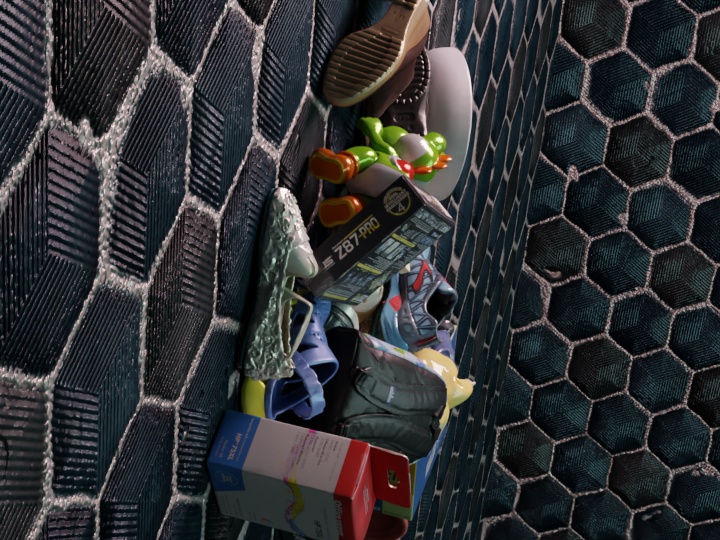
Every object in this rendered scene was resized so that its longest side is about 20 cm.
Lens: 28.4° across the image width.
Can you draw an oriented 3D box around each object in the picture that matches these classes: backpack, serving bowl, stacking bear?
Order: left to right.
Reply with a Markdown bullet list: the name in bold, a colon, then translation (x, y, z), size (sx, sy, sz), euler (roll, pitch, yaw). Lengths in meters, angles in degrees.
- **backpack**: translation (0.018, 0.157, 1.688), size (0.198, 0.153, 0.166), euler (14, 90, -35)
- **stacking bear**: translation (0.034, 0.291, 2.118), size (0.122, 0.112, 0.202), euler (100, 3, -47)
- **serving bowl**: translation (0.083, -0.195, 1.877), size (0.200, 0.065, 0.204), euler (-177, -90, -73)

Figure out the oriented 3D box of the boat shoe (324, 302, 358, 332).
- **boat shoe**: translation (-0.031, 0.109, 1.768), size (0.062, 0.072, 0.201), euler (-57, 155, -27)

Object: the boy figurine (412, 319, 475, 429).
- **boy figurine**: translation (0.093, 0.143, 1.849), size (0.201, 0.123, 0.065), euler (-89, -158, -49)

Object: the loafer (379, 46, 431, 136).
- **loafer**: translation (0.050, -0.198, 1.785), size (0.071, 0.072, 0.203), euler (103, -11, -71)

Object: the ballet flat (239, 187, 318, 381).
- **ballet flat**: translation (-0.077, 0.018, 1.478), size (0.072, 0.071, 0.203), euler (-10, 111, -76)

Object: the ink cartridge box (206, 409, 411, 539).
- **ink cartridge box**: translation (-0.051, 0.221, 1.469), size (0.117, 0.197, 0.068), euler (84, 23, -53)

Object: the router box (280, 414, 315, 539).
- **router box**: translation (-0.057, 0.256, 1.800), size (0.201, 0.051, 0.159), euler (81, 25, -57)

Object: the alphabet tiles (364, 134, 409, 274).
- **alphabet tiles**: translation (0.036, -0.101, 1.805), size (0.196, 0.014, 0.203), euler (46, 34, -74)

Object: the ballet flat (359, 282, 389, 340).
- **ballet flat**: translation (0.017, 0.048, 1.915), size (0.071, 0.065, 0.202), euler (51, 43, -34)

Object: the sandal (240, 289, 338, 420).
- **sandal**: translation (-0.063, 0.099, 1.567), size (0.201, 0.086, 0.080), euler (-68, 162, -46)

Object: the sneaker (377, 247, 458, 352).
- **sneaker**: translation (0.085, 0.035, 1.861), size (0.202, 0.094, 0.080), euler (-79, 155, -44)

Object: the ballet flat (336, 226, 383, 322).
- **ballet flat**: translation (0.000, 0.000, 1.782), size (0.068, 0.063, 0.202), euler (-21, 131, -19)

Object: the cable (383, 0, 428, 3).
- **cable**: translation (0.065, -0.417, 1.695), size (0.201, 0.068, 0.202), euler (-63, 159, -48)

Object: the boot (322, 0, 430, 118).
- **boot**: translation (0.020, -0.220, 1.652), size (0.201, 0.072, 0.167), euler (-54, 165, -28)

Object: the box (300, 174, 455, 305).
- **box**: translation (0.021, -0.029, 1.621), size (0.161, 0.049, 0.200), euler (-42, 168, 8)

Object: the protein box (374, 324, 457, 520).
- **protein box**: translation (0.042, 0.197, 1.994), size (0.199, 0.133, 0.202), euler (-62, 160, -50)

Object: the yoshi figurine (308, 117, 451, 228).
- **yoshi figurine**: translation (0.016, -0.118, 1.650), size (0.199, 0.112, 0.113), euler (-24, 158, -45)
